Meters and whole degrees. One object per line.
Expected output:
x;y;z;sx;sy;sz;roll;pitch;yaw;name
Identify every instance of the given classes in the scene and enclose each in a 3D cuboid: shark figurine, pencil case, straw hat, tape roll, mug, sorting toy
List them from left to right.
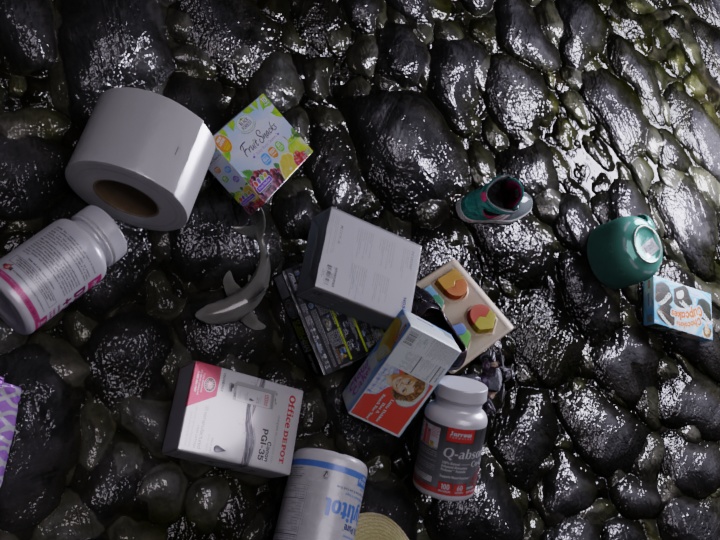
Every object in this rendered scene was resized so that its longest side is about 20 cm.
-0.531;0.245;1.252;0.083;0.085;0.202;15;70;-29;pencil case
-0.345;-0.171;1.413;0.202;0.202;0.140;28;64;-22;tape roll
-0.179;0.013;1.533;0.128;0.089;0.216;32;64;-22;shark figurine
0.042;0.512;1.528;0.200;0.085;0.203;9;73;-29;straw hat
0.182;0.081;1.731;0.199;0.037;0.185;-29;72;-35;sorting toy
0.604;-0.060;2.016;0.151;0.114;0.187;16;69;-27;mug

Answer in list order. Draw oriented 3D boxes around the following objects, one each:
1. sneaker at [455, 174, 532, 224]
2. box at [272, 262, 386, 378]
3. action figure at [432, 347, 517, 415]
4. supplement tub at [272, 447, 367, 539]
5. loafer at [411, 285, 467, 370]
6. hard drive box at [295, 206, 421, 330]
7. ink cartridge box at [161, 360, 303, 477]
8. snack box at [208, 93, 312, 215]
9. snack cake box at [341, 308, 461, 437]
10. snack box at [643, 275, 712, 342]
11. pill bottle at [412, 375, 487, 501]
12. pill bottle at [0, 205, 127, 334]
0.307;-0.149;1.854;0.199;0.121;0.084;-9;81;-33;sneaker
-0.050;0.073;1.620;0.160;0.044;0.201;-22;89;-35;box
0.223;0.224;1.725;0.199;0.069;0.131;-15;103;-25;action figure
-0.069;0.403;1.465;0.131;0.132;0.201;22;66;-24;supplement tub
0.134;0.089;1.655;0.072;0.063;0.201;-27;72;-26;loafer
0.000;0.000;1.598;0.199;0.077;0.157;23;66;-25;hard drive box
-0.204;0.244;1.454;0.199;0.083;0.148;19;67;-26;ink cartridge box
-0.183;-0.208;1.578;0.142;0.053;0.200;47;39;-11;snack box
0.071;0.182;1.581;0.115;0.067;0.201;28;106;-23;snack cake box
0.747;0.092;2.108;0.199;0.037;0.117;15;70;-28;snack box
0.164;0.298;1.604;0.115;0.116;0.202;3;101;-31;pill bottle
-0.458;-0.006;1.350;0.200;0.113;0.114;-43;100;-32;pill bottle
